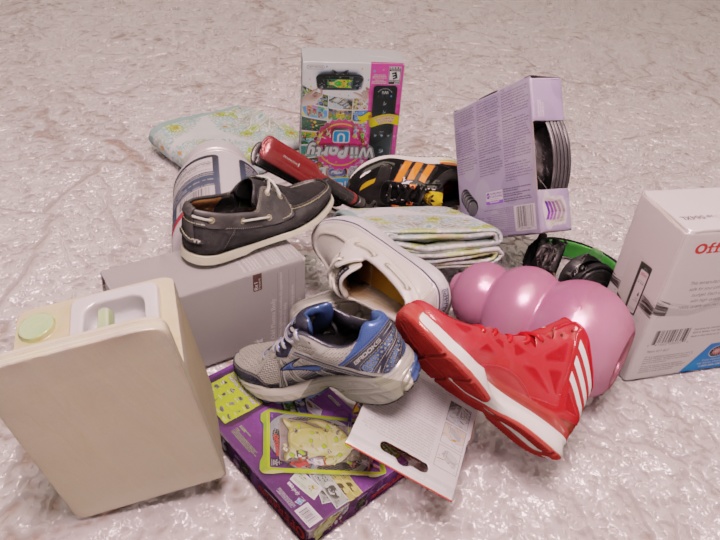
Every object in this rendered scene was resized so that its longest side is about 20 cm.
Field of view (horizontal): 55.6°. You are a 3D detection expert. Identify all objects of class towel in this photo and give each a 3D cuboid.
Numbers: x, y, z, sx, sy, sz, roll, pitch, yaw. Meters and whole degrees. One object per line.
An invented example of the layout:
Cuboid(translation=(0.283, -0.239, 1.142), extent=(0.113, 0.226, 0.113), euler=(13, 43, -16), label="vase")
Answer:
Cuboid(translation=(-0.211, -0.207, 1.098), extent=(0.171, 0.049, 0.199), euler=(33, 44, 33), label="towel")
Cuboid(translation=(0.065, -0.045, 0.864), extent=(0.169, 0.049, 0.200), euler=(-1, 15, -15), label="towel")

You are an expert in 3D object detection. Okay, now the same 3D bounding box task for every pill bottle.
Cuboid(translation=(-0.179, -0.081, 0.872), extent=(0.118, 0.120, 0.201), euler=(-3, 37, -12), label="pill bottle")

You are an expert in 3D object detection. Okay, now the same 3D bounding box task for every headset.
Cuboid(translation=(0.261, -0.010, 0.858), extent=(0.123, 0.095, 0.199), euler=(32, 32, 32), label="headset")

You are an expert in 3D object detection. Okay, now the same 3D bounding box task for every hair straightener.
Cuboid(translation=(-0.063, -0.123, 0.945), extent=(0.199, 0.041, 0.077), euler=(22, -13, -29), label="hair straightener")

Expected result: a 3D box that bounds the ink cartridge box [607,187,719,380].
Cuboid(translation=(0.359, 0.014, 0.748), extent=(0.145, 0.201, 0.085), euler=(-4, 37, -14), label="ink cartridge box")

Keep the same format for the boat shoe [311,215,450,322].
Cuboid(translation=(0.000, 0.000, 0.710), extent=(0.069, 0.071, 0.200), euler=(-16, 36, -37), label="boat shoe")

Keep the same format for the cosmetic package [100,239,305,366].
Cuboid(translation=(-0.163, 0.035, 0.728), extent=(0.199, 0.108, 0.090), euler=(-22, 43, -30), label="cosmetic package")

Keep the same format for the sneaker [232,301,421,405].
Cuboid(translation=(-0.043, 0.067, 0.631), extent=(0.198, 0.086, 0.077), euler=(-7, 30, 31), label="sneaker")

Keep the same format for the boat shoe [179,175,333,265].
Cuboid(translation=(-0.104, -0.069, 0.736), extent=(0.072, 0.068, 0.199), euler=(25, 36, 38), label="boat shoe")

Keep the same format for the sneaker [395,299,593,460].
Cuboid(translation=(0.130, 0.070, 0.627), extent=(0.200, 0.078, 0.116), euler=(43, 70, -14), label="sneaker")

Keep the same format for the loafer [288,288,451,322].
Cuboid(translation=(0.009, 0.041, 0.781), extent=(0.198, 0.070, 0.070), euler=(-5, 31, -26), label="loafer")

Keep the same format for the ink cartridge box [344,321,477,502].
Cuboid(translation=(0.055, 0.128, 0.658), extent=(0.108, 0.051, 0.200), euler=(28, 39, 1), label="ink cartridge box")

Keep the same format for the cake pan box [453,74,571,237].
Cuboid(translation=(0.189, -0.135, 0.877), extent=(0.052, 0.186, 0.200), euler=(-7, 1, -20), label="cake pan box")

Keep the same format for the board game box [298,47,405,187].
Cuboid(translation=(-0.018, -0.219, 1.011), extent=(0.146, 0.201, 0.065), euler=(-1, 36, -8), label="board game box")

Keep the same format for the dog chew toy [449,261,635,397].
Cuboid(translation=(0.186, 0.053, 0.738), extent=(0.199, 0.125, 0.124), euler=(25, 40, 28), label="dog chew toy")

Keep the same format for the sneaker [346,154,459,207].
Cuboid(translation=(0.081, -0.122, 1.004), extent=(0.198, 0.071, 0.090), euler=(-7, 35, -20), label="sneaker")

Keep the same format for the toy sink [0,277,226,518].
Cuboid(translation=(-0.198, 0.086, 0.550), extent=(0.129, 0.201, 0.112), euler=(-15, 45, -8), label="toy sink")

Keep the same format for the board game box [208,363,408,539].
Cuboid(translation=(-0.065, 0.153, 0.648), extent=(0.119, 0.033, 0.200), euler=(-27, 47, -32), label="board game box")
